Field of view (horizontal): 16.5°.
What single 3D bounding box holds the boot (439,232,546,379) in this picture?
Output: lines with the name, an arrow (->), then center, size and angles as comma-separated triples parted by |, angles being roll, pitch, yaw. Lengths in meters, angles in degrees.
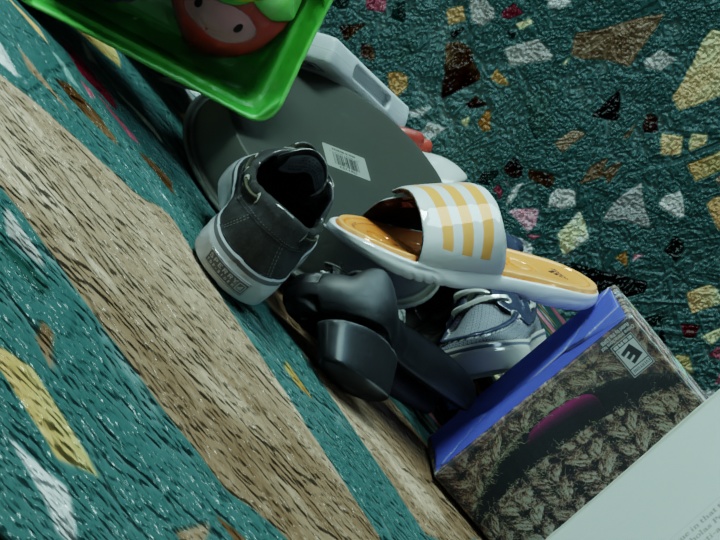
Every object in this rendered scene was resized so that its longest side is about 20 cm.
boot -> 0.080, 0.025, 1.682 | 0.200, 0.072, 0.091 | -11, 90, -80

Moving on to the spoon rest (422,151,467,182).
spoon rest -> 0.018, -0.051, 1.792 | 0.200, 0.099, 0.061 | -165, -126, -77

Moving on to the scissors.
scissors -> -0.045, -0.109, 1.765 | 0.199, 0.014, 0.073 | 11, -1, -1

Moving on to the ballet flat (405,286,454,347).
ballet flat -> 0.041, 0.031, 1.723 | 0.067, 0.057, 0.200 | 56, 19, -10

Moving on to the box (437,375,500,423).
box -> 0.122, 0.146, 1.765 | 0.159, 0.046, 0.200 | 49, 5, -15

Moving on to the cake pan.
cake pan -> -0.020, -0.060, 1.597 | 0.199, 0.037, 0.201 | 27, 32, -19

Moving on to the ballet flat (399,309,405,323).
ballet flat -> -0.017, -0.021, 1.653 | 0.072, 0.072, 0.200 | 44, 8, -50

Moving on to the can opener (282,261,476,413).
can opener -> 0.011, 0.049, 1.503 | 0.063, 0.079, 0.200 | 6, -15, 25

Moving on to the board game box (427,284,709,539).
board game box -> 0.165, 0.141, 1.563 | 0.200, 0.159, 0.097 | 49, 7, -9

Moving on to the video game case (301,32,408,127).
video game case -> -0.080, -0.154, 1.735 | 0.199, 0.022, 0.182 | 18, -6, 19

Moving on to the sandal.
sandal -> 0.068, -0.024, 1.522 | 0.206, 0.060, 0.079 | 10, 16, -38

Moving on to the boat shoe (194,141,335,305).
boat shoe -> -0.045, -0.041, 1.411 | 0.070, 0.066, 0.200 | 44, 16, -3

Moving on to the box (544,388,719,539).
box -> 0.228, 0.211, 1.402 | 0.199, 0.200, 0.171 | 46, 5, -27

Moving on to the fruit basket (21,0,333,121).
fruit basket -> -0.092, -0.190, 1.475 | 0.215, 0.156, 0.216 | 27, 2, -1
